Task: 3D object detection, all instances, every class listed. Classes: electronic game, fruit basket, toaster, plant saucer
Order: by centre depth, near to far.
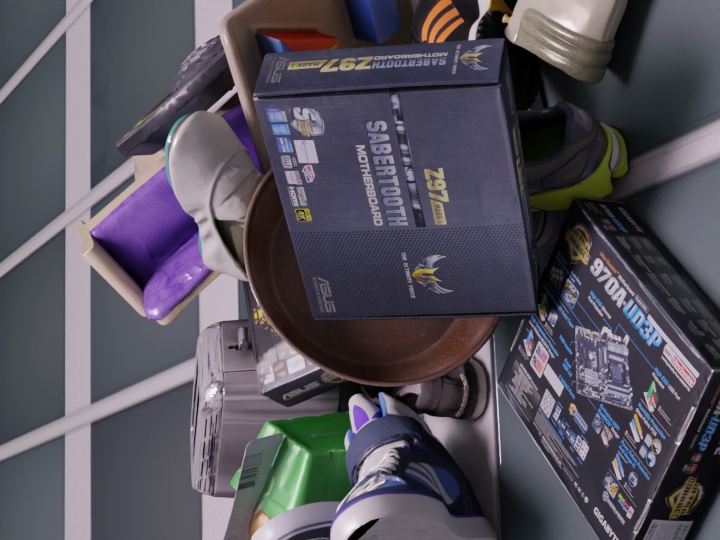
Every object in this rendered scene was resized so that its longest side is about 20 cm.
[{"bbox_3d":[0.009,-0.006,1.250,0.037,0.200,0.201,125,142,-64],"label":"plant saucer"},{"bbox_3d":[-0.044,0.211,1.381,0.094,0.185,0.200,39,121,41],"label":"fruit basket"},{"bbox_3d":[-0.120,-0.162,1.386,0.200,0.042,0.200,-41,9,8],"label":"electronic game"},{"bbox_3d":[-0.080,0.125,1.486,0.114,0.129,0.200,-97,12,-46],"label":"toaster"}]

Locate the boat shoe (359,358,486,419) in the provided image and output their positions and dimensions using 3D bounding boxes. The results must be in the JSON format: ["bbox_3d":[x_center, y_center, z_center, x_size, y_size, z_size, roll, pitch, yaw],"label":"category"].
[{"bbox_3d":[0.031,0.081,1.386,0.200,0.057,0.067,12,97,63],"label":"boat shoe"}]

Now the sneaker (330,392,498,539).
[{"bbox_3d":[0.011,0.151,1.254,0.081,0.200,0.146,-44,60,15],"label":"sneaker"}]

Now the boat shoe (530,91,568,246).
[{"bbox_3d":[0.099,-0.103,1.271,0.072,0.062,0.200,-61,35,40],"label":"boat shoe"}]

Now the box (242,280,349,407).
[{"bbox_3d":[0.000,0.000,1.366,0.200,0.049,0.161,-24,60,24],"label":"box"}]

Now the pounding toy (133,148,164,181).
[{"bbox_3d":[-0.085,-0.088,1.538,0.200,0.184,0.142,-158,62,-63],"label":"pounding toy"}]

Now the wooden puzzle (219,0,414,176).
[{"bbox_3d":[-0.011,-0.151,1.293,0.046,0.200,0.185,18,138,37],"label":"wooden puzzle"}]

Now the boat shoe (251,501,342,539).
[{"bbox_3d":[-0.002,0.222,1.301,0.069,0.200,0.057,-42,55,20],"label":"boat shoe"}]

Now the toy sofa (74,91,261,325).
[{"bbox_3d":[-0.129,-0.056,1.398,0.200,0.083,0.098,-41,30,0],"label":"toy sofa"}]

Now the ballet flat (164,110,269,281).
[{"bbox_3d":[-0.094,-0.050,1.276,0.200,0.069,0.069,81,178,-62],"label":"ballet flat"}]

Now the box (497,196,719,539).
[{"bbox_3d":[0.170,0.071,1.119,0.200,0.046,0.159,59,137,50],"label":"box"}]

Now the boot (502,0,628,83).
[{"bbox_3d":[0.138,-0.237,1.203,0.200,0.072,0.155,56,137,48],"label":"boot"}]

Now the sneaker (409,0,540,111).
[{"bbox_3d":[0.076,-0.162,1.261,0.090,0.070,0.200,-30,38,32],"label":"sneaker"}]

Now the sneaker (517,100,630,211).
[{"bbox_3d":[0.078,-0.069,1.175,0.200,0.081,0.074,-22,57,18],"label":"sneaker"}]

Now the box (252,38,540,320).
[{"bbox_3d":[0.029,-0.054,1.117,0.051,0.158,0.200,-79,-18,-46],"label":"box"}]
